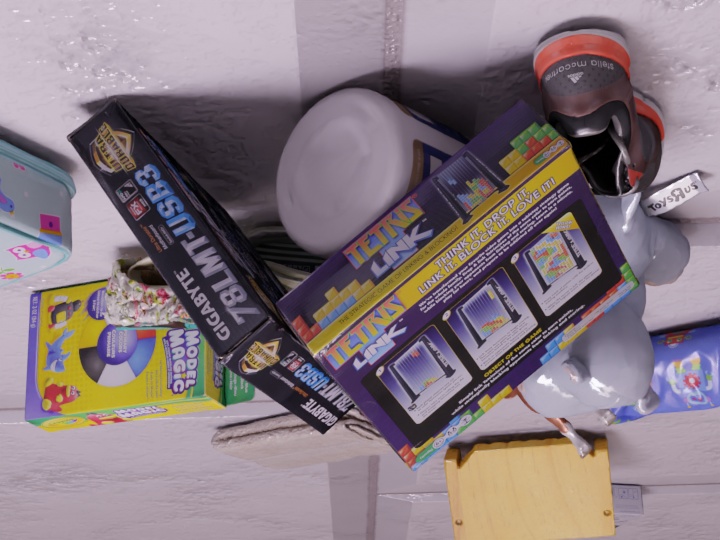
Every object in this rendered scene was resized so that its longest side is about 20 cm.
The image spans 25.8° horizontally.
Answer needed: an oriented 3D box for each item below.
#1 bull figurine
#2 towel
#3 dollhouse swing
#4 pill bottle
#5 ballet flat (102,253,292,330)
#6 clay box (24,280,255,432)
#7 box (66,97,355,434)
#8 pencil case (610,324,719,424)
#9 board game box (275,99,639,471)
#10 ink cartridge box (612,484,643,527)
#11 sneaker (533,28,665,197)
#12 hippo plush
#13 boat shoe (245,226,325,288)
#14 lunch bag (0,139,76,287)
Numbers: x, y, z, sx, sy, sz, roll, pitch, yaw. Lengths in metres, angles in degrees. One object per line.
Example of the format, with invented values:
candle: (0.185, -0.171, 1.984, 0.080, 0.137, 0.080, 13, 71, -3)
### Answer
bull figurine: (0.185, 0.102, 1.477, 0.065, 0.121, 0.201, -41, 156, -13)
towel: (-0.060, 0.192, 1.804, 0.198, 0.035, 0.132, -13, 156, 30)
dollhouse swing: (0.215, 0.246, 1.975, 0.197, 0.176, 0.184, -5, 119, 9)
pill bottle: (0.046, -0.041, 1.061, 0.110, 0.112, 0.199, -18, 155, 37)
ballet flat: (-0.127, 0.014, 1.218, 0.198, 0.065, 0.075, -2, -173, 34)
clay box: (-0.185, 0.065, 1.323, 0.197, 0.116, 0.048, -10, 158, 19)
box: (-0.094, 0.002, 1.059, 0.050, 0.201, 0.199, -40, 156, 2)
pencil case: (0.316, 0.099, 1.509, 0.198, 0.088, 0.078, -13, -163, 30)
board game box: (0.066, 0.015, 0.997, 0.199, 0.057, 0.166, -39, 138, -2)
ink cartridge box: (0.283, 0.326, 2.182, 0.197, 0.045, 0.094, 6, 157, -19)
sneaker: (0.153, -0.077, 1.012, 0.076, 0.083, 0.200, -10, 158, 19)
hippo plush: (0.194, 0.034, 1.204, 0.158, 0.163, 0.199, 13, 155, -35)
boat shoe: (0.000, 0.000, 1.231, 0.197, 0.073, 0.062, -1, 156, 3)
lunch bag: (-0.306, -0.033, 1.102, 0.198, 0.078, 0.160, -16, 157, 33)
